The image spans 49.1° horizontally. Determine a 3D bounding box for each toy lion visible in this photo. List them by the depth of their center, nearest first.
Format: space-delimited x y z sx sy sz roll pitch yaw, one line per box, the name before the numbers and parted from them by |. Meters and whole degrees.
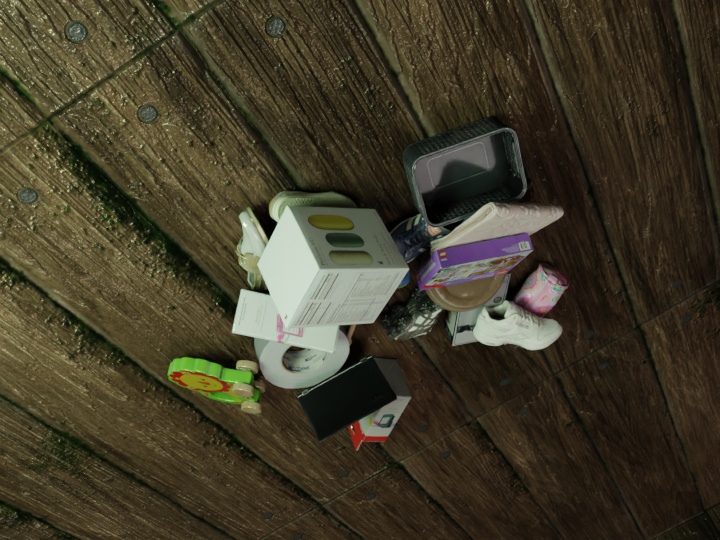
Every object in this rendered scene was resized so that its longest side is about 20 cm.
toy lion | -0.304 0.234 1.654 0.187 0.070 0.201 6 154 4

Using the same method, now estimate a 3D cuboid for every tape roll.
tape roll | -0.124 0.160 1.679 0.196 0.067 0.203 -12 134 -12

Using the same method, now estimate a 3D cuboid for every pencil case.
pencil case | 0.384 0.079 1.788 0.086 0.088 0.201 16 123 -32

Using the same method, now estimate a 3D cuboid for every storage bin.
storage bin | 0.188 -0.179 1.433 0.196 0.094 0.138 -18 114 -1

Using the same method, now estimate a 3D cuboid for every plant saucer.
plant saucer | 0.218 -0.009 1.621 0.195 0.029 0.205 -4 106 -15

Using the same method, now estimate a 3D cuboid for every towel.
towel | 0.253 -0.078 1.480 0.197 0.033 0.190 -4 160 -39

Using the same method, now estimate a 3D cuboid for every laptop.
laptop | -0.033 0.281 1.713 0.184 0.118 0.200 -27 168 -9

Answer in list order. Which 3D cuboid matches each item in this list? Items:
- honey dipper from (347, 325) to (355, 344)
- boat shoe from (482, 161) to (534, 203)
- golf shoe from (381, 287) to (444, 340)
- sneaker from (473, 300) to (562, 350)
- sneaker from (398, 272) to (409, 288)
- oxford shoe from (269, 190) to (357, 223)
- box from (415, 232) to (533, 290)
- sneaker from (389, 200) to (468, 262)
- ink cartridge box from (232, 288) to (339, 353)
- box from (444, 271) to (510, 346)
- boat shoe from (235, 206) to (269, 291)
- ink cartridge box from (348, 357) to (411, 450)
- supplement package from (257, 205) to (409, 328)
honey dipper | -0.006 0.094 1.684 0.037 0.038 0.202 1 132 -22
boat shoe | 0.316 -0.152 1.560 0.072 0.073 0.199 -41 126 20
golf shoe | 0.142 0.086 1.716 0.198 0.079 0.094 -33 143 21
sneaker | 0.348 0.117 1.716 0.195 0.076 0.101 1 127 -6
sneaker | 0.000 0.000 1.582 0.195 0.085 0.071 -3 169 1
oxford shoe | -0.086 -0.112 1.452 0.197 0.057 0.077 0 103 -40
box | 0.217 -0.016 1.527 0.196 0.040 0.137 -10 163 -17
sneaker | 0.128 -0.076 1.521 0.198 0.085 0.076 -36 101 -2
ink cartridge box | -0.140 0.098 1.513 0.195 0.144 0.087 14 85 -6
box | 0.257 0.069 1.747 0.114 0.061 0.203 -8 134 -14
boat shoe | -0.196 -0.029 1.468 0.067 0.075 0.202 -23 136 -7
ink cartridge box | 0.037 0.317 1.851 0.066 0.117 0.202 6 129 -26
supplement package | -0.050 -0.007 1.408 0.197 0.153 0.152 -1 138 -37
